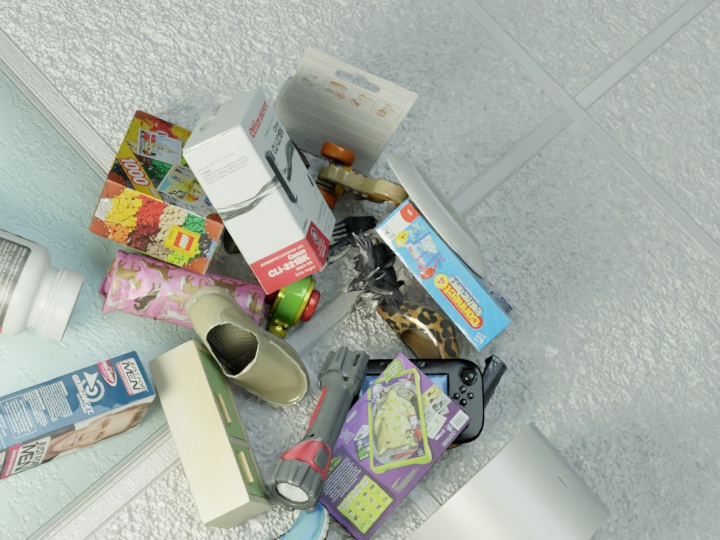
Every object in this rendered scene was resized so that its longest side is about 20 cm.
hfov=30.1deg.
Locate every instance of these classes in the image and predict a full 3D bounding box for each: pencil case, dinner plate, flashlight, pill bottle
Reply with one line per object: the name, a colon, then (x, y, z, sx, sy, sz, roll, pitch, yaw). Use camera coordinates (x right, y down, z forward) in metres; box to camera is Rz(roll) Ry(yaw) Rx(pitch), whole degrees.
pencil case: (-0.213, 0.033, 1.612, 0.197, 0.087, 0.083, 14, 36, -14)
dinner plate: (0.102, -0.075, 1.693, 0.024, 0.200, 0.201, -38, 77, 9)
flashlight: (-0.049, 0.182, 1.558, 0.067, 0.068, 0.201, 16, 50, 7)
pill bottle: (-0.420, 0.008, 1.525, 0.198, 0.111, 0.112, 22, 55, -9)

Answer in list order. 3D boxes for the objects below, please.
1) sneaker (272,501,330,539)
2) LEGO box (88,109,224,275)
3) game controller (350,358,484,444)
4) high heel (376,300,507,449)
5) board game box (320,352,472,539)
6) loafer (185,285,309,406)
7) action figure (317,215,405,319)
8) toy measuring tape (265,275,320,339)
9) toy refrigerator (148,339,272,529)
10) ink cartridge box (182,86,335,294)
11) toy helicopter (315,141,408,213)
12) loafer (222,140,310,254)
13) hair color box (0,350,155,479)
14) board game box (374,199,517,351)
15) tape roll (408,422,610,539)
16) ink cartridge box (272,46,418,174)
sneaker: (-0.106, 0.326, 1.495, 0.090, 0.079, 0.200, 37, 54, 5)
LEGO box: (-0.234, -0.098, 1.638, 0.147, 0.078, 0.201, 21, 29, -10)
game controller: (0.053, 0.161, 1.639, 0.197, 0.042, 0.106, -1, 64, 2)
high heel: (0.076, 0.127, 1.695, 0.199, 0.072, 0.143, 32, 64, 2)
board game box: (0.025, 0.212, 1.596, 0.120, 0.032, 0.200, 42, 79, 4)
loafer: (-0.132, 0.103, 1.573, 0.200, 0.075, 0.069, 44, 17, -31)
action figure: (0.000, 0.000, 1.672, 0.119, 0.101, 0.200, 54, 10, -14)
toy measuring tape: (-0.074, 0.003, 1.698, 0.073, 0.074, 0.202, 26, 55, -6)
toy refrigerator: (-0.169, 0.186, 1.533, 0.069, 0.076, 0.202, -26, 69, 10)
ink cartridge box: (-0.117, -0.098, 1.595, 0.201, 0.083, 0.145, 59, 18, -20)
toy helicopter: (0.018, -0.102, 1.735, 0.131, 0.200, 0.080, 25, 88, -22)
loafer: (-0.116, -0.096, 1.735, 0.070, 0.073, 0.201, 28, 55, -5)
hair color box: (-0.334, 0.164, 1.478, 0.198, 0.100, 0.061, -19, 71, -30)
board game box: (0.113, 0.004, 1.700, 0.056, 0.200, 0.196, -41, 84, 7)
tape roll: (0.172, 0.295, 1.553, 0.202, 0.203, 0.139, -36, 79, -34)
ink cartridge box: (-0.025, -0.220, 1.767, 0.159, 0.200, 0.051, 21, 55, -10)
